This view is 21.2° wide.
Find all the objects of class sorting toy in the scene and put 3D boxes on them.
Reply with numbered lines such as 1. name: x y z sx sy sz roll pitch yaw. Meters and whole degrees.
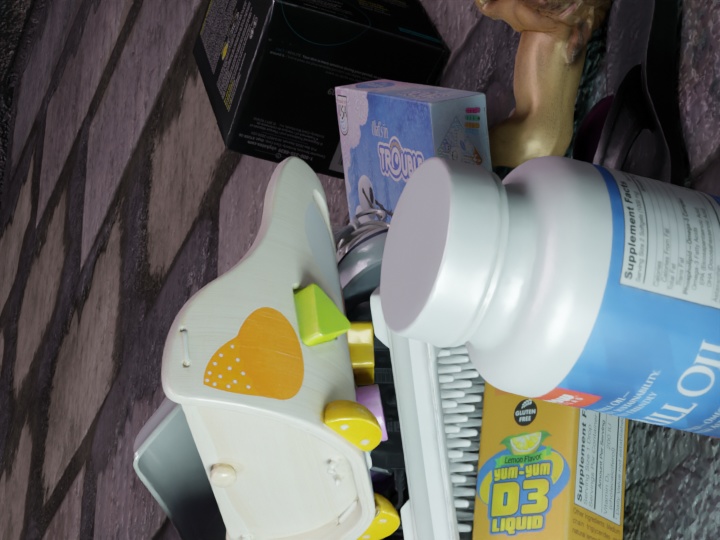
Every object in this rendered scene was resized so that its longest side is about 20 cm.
1. sorting toy: -0.034 0.041 1.062 0.201 0.106 0.181 79 -169 -56

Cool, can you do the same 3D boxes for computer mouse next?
1. computer mouse: -0.003 0.092 1.201 0.046 0.139 0.201 -79 -18 -55

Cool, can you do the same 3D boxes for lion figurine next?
1. lion figurine: 0.114 -0.125 1.214 0.122 0.072 0.202 -154 63 -63

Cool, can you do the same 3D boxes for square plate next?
1. square plate: -0.075 0.089 1.300 0.200 0.028 0.199 -51 -25 -19

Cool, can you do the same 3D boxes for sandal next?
1. sandal: 0.147 -0.083 1.096 0.075 0.048 0.202 132 146 -56

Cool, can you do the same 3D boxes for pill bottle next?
1. pill bottle: 0.114 0.010 0.892 0.112 0.198 0.113 -168 90 -72

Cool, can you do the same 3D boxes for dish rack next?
1. dish rack: 0.052 0.063 1.075 0.172 0.043 0.202 -46 -49 -64

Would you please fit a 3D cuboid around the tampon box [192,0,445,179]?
1. tampon box: -0.038 -0.176 1.544 0.200 0.149 0.127 -112 39 -60

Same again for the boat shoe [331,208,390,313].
1. boat shoe: 0.005 -0.001 1.220 0.202 0.074 0.087 94 163 -68

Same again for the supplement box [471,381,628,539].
1. supplement box: 0.100 0.149 1.031 0.066 0.069 0.202 -11 62 36

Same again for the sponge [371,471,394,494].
1. sponge: -0.029 0.169 1.365 0.030 0.111 0.200 56 144 15

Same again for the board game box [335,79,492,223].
1. board game box: 0.040 -0.022 1.277 0.200 0.043 0.201 -156 59 -71
